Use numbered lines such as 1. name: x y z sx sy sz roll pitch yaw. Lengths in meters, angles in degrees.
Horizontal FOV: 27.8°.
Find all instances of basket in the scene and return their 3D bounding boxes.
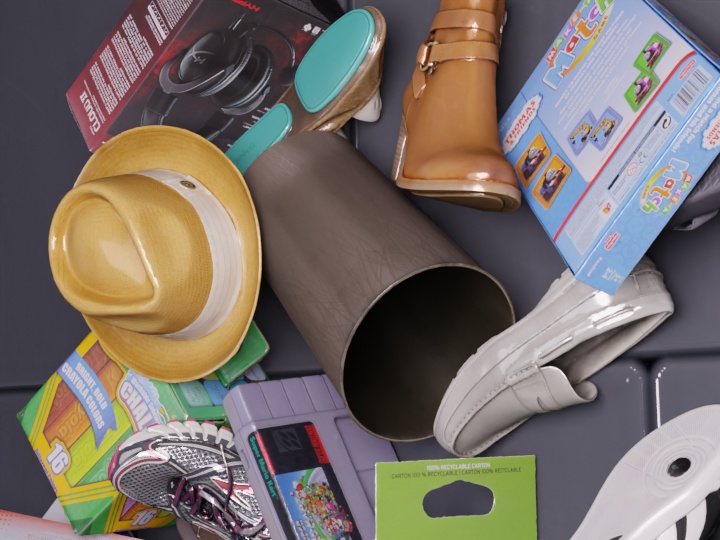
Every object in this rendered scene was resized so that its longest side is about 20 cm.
1. basket: 0.000 0.000 1.050 0.136 0.181 0.200 -36 50 -4

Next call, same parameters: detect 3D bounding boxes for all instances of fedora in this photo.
1. fedora: -0.163 -0.011 1.053 0.200 0.082 0.202 2 93 34

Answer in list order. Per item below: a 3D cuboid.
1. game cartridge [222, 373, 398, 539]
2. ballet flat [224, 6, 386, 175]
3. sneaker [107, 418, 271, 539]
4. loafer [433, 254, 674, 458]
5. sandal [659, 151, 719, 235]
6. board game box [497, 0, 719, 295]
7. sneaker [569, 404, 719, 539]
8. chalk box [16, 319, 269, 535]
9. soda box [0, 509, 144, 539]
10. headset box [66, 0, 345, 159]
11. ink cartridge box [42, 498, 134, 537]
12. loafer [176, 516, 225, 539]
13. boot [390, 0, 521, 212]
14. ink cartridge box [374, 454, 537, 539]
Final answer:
1. game cartridge: -0.014 0.169 1.051 0.038 0.129 0.201 -41 64 36
2. ballet flat: -0.030 -0.118 1.124 0.200 0.072 0.068 -48 44 24
3. sneaker: -0.090 0.171 1.072 0.075 0.199 0.081 -79 7 -52
4. loafer: 0.128 0.066 0.989 0.200 0.070 0.070 -48 52 24
5. sandal: 0.207 -0.053 0.909 0.200 0.043 0.076 -16 53 56
6. board game box: 0.161 -0.097 0.940 0.152 0.036 0.200 -56 27 20
7. sneaker: 0.195 0.189 0.933 0.200 0.112 0.073 -46 26 -11
8. chalk box: -0.156 0.103 1.170 0.200 0.124 0.125 -47 61 25
9. soda box: -0.249 0.247 1.186 0.199 0.069 0.064 10 55 10
10. headset box: -0.123 -0.153 1.146 0.200 0.148 0.077 -49 49 23
11. ink cartridge box: -0.247 0.321 1.274 0.200 0.043 0.197 -52 59 21
12. loafer: -0.072 0.236 1.125 0.200 0.073 0.071 47 112 29
13. boot: 0.078 -0.124 1.000 0.200 0.076 0.156 -125 49 -79
14. ink cartridge box: 0.087 0.224 0.949 0.076 0.147 0.201 -10 80 55
